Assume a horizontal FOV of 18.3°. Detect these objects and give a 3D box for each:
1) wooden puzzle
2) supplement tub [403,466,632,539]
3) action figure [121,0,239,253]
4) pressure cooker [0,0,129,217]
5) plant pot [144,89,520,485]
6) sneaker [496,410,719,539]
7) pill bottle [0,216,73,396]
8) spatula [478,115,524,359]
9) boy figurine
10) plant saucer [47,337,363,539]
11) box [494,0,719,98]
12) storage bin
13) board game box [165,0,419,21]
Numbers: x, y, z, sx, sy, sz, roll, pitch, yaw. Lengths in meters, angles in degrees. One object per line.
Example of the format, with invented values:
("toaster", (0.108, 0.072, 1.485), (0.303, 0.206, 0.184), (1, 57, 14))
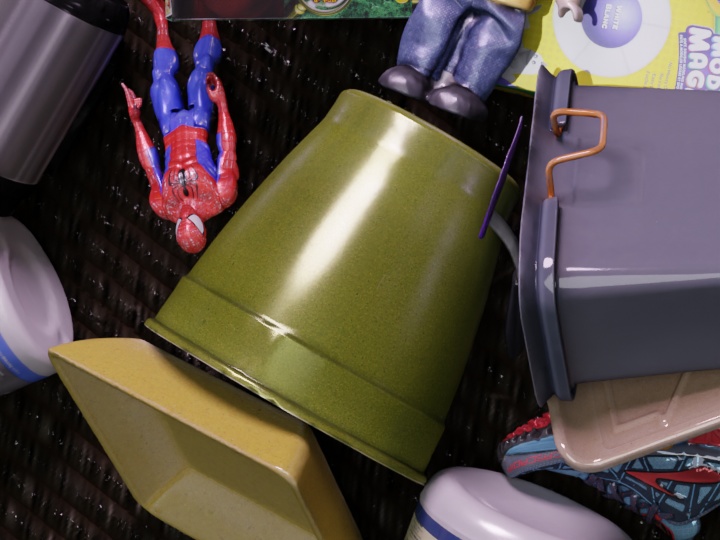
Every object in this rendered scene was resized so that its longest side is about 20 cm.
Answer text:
("wooden puzzle", (0.208, 0.033, 1.364), (0.199, 0.186, 0.046), (-18, 132, 11))
("supplement tub", (0.077, 0.239, 1.396), (0.144, 0.145, 0.201), (21, 99, 10))
("action figure", (-0.112, -0.100, 1.420), (0.065, 0.052, 0.201), (-12, 62, 8))
("pressure cooker", (-0.265, -0.128, 1.433), (0.178, 0.176, 0.200), (33, 96, 12))
("plant pot", (0.000, 0.000, 1.390), (0.200, 0.200, 0.193), (29, 87, 9))
("sneaker", (0.184, 0.129, 1.401), (0.199, 0.079, 0.096), (-4, 96, 14))
("pill bottle", (-0.302, 0.050, 1.483), (0.199, 0.114, 0.114), (-23, 89, 13))
("spatula", (0.090, -0.009, 1.347), (0.020, 0.200, 0.057), (10, 53, 17))
("boy figurine", (0.085, -0.192, 1.365), (0.124, 0.064, 0.201), (25, 99, 11))
("plant saucer", (-0.081, 0.123, 1.398), (0.199, 0.200, 0.049), (25, 65, 30))
("box", (0.170, -0.157, 1.403), (0.199, 0.048, 0.118), (12, 96, 10))
("storage bin", (0.170, -0.032, 1.322), (0.134, 0.201, 0.146), (-2, 136, 12))
("board game box", (-0.024, -0.207, 1.379), (0.199, 0.023, 0.105), (-2, 100, -22))
